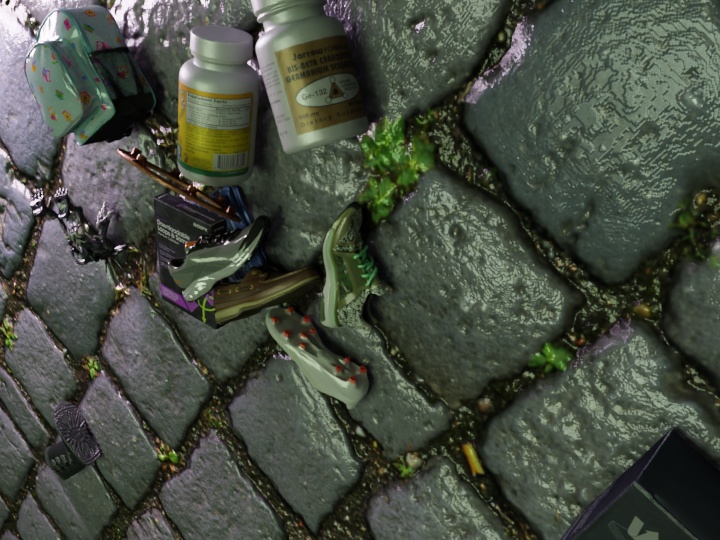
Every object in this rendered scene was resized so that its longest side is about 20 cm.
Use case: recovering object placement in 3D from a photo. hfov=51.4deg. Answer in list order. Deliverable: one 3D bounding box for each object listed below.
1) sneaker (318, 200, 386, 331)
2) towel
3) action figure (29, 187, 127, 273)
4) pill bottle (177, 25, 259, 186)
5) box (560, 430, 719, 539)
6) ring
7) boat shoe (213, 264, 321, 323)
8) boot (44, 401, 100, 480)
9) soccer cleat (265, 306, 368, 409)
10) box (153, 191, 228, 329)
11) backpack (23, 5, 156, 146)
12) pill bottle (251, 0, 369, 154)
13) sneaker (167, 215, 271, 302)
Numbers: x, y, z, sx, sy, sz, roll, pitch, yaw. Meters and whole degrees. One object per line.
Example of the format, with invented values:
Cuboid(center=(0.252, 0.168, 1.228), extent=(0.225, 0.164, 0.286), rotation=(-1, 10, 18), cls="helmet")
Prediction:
Cuboid(center=(0.000, 0.000, 1.022), extent=(0.088, 0.077, 0.201), rotation=(18, 125, 19), cls="sneaker")
Cuboid(center=(-0.236, -0.049, 1.230), extent=(0.199, 0.024, 0.146), rotation=(-15, 100, 45), cls="towel")
Cuboid(center=(-0.513, -0.081, 1.398), extent=(0.118, 0.103, 0.200), rotation=(-10, 145, 16), cls="action figure")
Cuboid(center=(-0.200, -0.231, 1.052), extent=(0.112, 0.113, 0.201), rotation=(28, 125, 29), cls="pill bottle")
Cuboid(center=(0.340, 0.323, 0.813), extent=(0.197, 0.117, 0.201), rotation=(43, 132, 19), cls="box")
Cuboid(center=(-0.256, -0.126, 1.079), extent=(0.200, 0.200, 0.019), rotation=(33, 94, 26), cls="ring")
Cuboid(center=(-0.151, 0.024, 1.139), extent=(0.199, 0.072, 0.068), rotation=(-20, 83, 30), cls="boat shoe")
Cuboid(center=(-0.721, 0.418, 1.827), extent=(0.200, 0.065, 0.166), rotation=(-32, 85, 48), cls="boot")
Cuboid(center=(-0.073, 0.134, 1.136), extent=(0.200, 0.069, 0.078), rotation=(38, 133, 20), cls="soccer cleat")
Cuboid(center=(-0.282, -0.016, 1.247), extent=(0.142, 0.036, 0.201), rotation=(24, 125, 31), cls="box")
Cuboid(center=(-0.446, -0.318, 1.205), extent=(0.175, 0.153, 0.201), rotation=(-20, 88, 49), cls="backpack")
Cuboid(center=(-0.067, -0.255, 0.926), extent=(0.114, 0.114, 0.201), rotation=(-6, 105, 42), cls="pill bottle")
Cuboid(center=(-0.216, -0.027, 1.134), extent=(0.200, 0.074, 0.079), rotation=(-33, 105, 25), cls="sneaker")
